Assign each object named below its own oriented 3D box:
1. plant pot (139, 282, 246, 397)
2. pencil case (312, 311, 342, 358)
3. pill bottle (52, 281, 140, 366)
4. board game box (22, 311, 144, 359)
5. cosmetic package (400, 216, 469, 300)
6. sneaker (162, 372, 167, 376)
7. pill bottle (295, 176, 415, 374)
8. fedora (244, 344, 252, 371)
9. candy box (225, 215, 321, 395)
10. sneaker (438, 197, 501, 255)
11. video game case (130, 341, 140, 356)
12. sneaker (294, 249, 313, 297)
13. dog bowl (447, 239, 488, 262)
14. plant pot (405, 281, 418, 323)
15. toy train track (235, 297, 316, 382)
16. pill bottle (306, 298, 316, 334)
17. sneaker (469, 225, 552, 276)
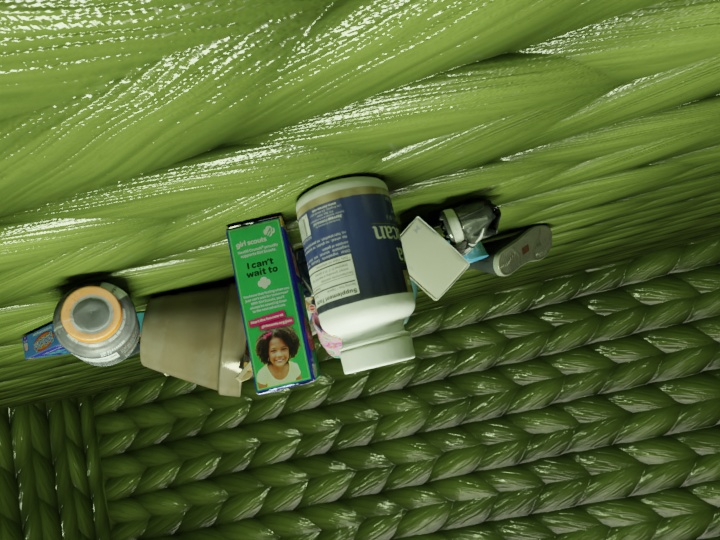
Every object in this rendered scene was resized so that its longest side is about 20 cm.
[{"bbox_3d":[-0.286,0.116,0.950,0.171,0.203,0.200,5,167,-11],"label":"plant pot"},{"bbox_3d":[-0.045,0.117,1.075,0.086,0.088,0.200,-13,159,-4],"label":"pencil case"},{"bbox_3d":[-0.376,0.077,0.777,0.105,0.108,0.200,-9,170,-23],"label":"pill bottle"},{"bbox_3d":[-0.506,0.122,1.034,0.151,0.046,0.199,-20,170,32],"label":"board game box"},{"bbox_3d":[0.105,-0.012,0.842,0.073,0.103,0.200,-47,172,3],"label":"cosmetic package"},{"bbox_3d":[-0.359,0.166,1.106,0.199,0.076,0.070,-20,-174,42],"label":"sneaker"},{"bbox_3d":[0.000,0.008,0.607,0.110,0.202,0.111,-13,171,-2],"label":"pill bottle"},{"bbox_3d":[-0.236,0.178,1.150,0.198,0.083,0.201,16,163,5],"label":"fedora"},{"bbox_3d":[-0.109,0.051,0.708,0.076,0.202,0.169,-14,172,-4],"label":"candy box"},{"bbox_3d":[0.172,-0.067,0.829,0.090,0.067,0.200,-23,172,9],"label":"sneaker"},{"bbox_3d":[-0.425,0.141,1.138,0.199,0.019,0.142,-28,-174,-29],"label":"video game case"},{"bbox_3d":[-0.034,-0.008,0.864,0.198,0.078,0.085,-17,174,23],"label":"sneaker"},{"bbox_3d":[0.154,-0.025,1.065,0.198,0.050,0.111,-15,174,-15],"label":"dog bowl"},{"bbox_3d":[0.040,0.059,1.168,0.198,0.136,0.200,-13,170,-2],"label":"plant pot"},{"bbox_3d":[-0.128,0.106,0.889,0.201,0.032,0.115,-52,-175,-23],"label":"toy train track"},{"bbox_3d":[-0.138,0.075,1.073,0.112,0.115,0.200,-15,171,8],"label":"pill bottle"},{"bbox_3d":[0.319,-0.051,1.159,0.199,0.076,0.106,-22,-162,-32],"label":"sneaker"}]
